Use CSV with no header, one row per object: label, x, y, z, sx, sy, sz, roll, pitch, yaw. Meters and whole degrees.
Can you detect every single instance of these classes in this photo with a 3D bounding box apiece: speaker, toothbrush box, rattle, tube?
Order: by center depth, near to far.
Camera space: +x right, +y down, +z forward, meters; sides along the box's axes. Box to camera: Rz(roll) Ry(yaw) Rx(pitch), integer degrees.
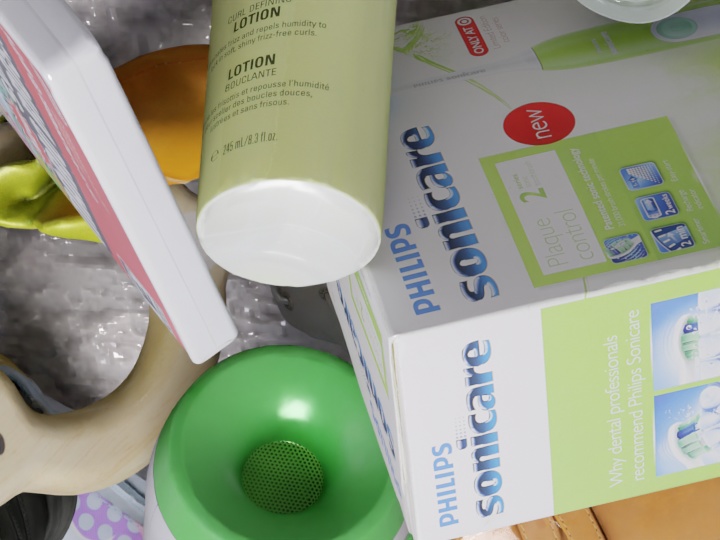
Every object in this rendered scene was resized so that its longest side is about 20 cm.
tube,-0.017,-0.091,0.717,0.058,0.201,0.052,9,146,-7
toothbrush box,0.091,-0.016,0.742,0.199,0.146,0.086,-13,130,-5
rattle,-0.097,0.039,0.785,0.142,0.201,0.130,2,144,47
speaker,-0.031,0.105,0.845,0.088,0.089,0.200,14,150,2

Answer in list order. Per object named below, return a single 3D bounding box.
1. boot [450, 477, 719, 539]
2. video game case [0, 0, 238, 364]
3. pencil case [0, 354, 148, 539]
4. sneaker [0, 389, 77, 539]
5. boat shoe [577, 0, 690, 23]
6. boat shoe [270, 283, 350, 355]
boot,0.107,0.089,0.801,0.155,0.201,0.077,-33,156,11
video game case,-0.108,-0.077,0.698,0.017,0.200,0.143,-34,147,-9
pencil case,-0.092,0.114,0.984,0.200,0.083,0.091,36,115,-17
sneaker,-0.179,0.036,0.865,0.200,0.091,0.076,44,105,-9
boat shoe,0.110,-0.168,0.708,0.075,0.060,0.200,32,121,4
boat shoe,0.000,0.000,0.869,0.065,0.074,0.200,-25,119,25
